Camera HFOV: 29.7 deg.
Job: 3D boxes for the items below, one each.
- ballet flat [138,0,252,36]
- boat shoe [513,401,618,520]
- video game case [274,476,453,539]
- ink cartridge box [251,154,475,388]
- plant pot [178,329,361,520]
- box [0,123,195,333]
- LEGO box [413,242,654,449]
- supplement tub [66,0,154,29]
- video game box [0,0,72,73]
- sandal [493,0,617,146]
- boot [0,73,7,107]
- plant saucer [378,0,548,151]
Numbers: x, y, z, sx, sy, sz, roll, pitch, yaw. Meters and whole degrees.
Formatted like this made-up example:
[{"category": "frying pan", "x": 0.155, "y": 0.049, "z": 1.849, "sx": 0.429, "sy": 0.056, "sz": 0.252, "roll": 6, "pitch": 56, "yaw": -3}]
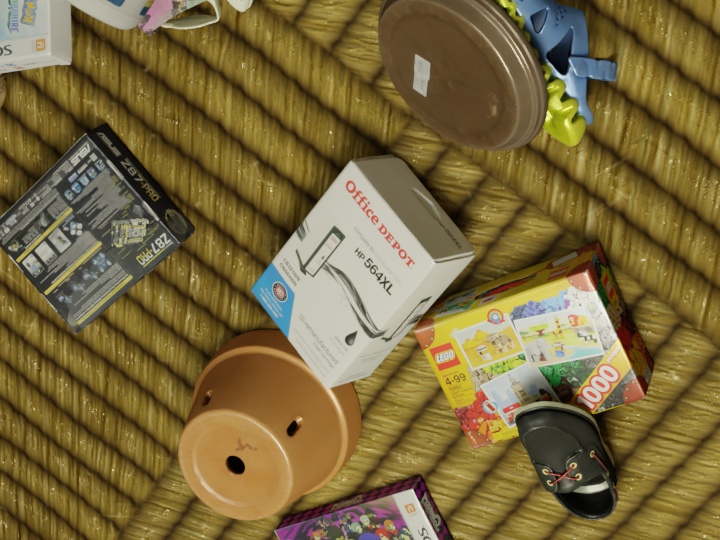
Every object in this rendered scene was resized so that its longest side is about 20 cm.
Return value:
[{"category": "ballet flat", "x": -0.154, "y": -0.289, "z": 1.382, "sx": 0.199, "sy": 0.069, "sz": 0.071, "roll": -16, "pitch": 124, "yaw": 30}, {"category": "boat shoe", "x": 0.214, "y": 0.194, "z": 1.385, "sx": 0.073, "sy": 0.063, "sz": 0.201, "roll": -15, "pitch": 142, "yaw": 22}, {"category": "video game case", "x": 0.022, "y": 0.350, "z": 1.600, "sx": 0.199, "sy": 0.036, "sz": 0.182, "roll": -21, "pitch": 102, "yaw": 27}, {"category": "ink cartridge box", "x": 0.000, "y": 0.000, "z": 1.407, "sx": 0.146, "sy": 0.084, "sz": 0.200, "roll": 51, "pitch": 122, "yaw": 19}, {"category": "plant pot", "x": -0.115, "y": 0.186, "z": 1.522, "sx": 0.199, "sy": 0.140, "sz": 0.201, "roll": 8, "pitch": 115, "yaw": 18}, {"category": "box", "x": -0.309, "y": -0.045, "z": 1.548, "sx": 0.200, "sy": 0.049, "sz": 0.161, "roll": -38, "pitch": 94, "yaw": 29}, {"category": "LEGO box", "x": 0.181, "y": 0.080, "z": 1.401, "sx": 0.199, "sy": 0.077, "sz": 0.149, "roll": -21, "pitch": 104, "yaw": 27}, {"category": "supplement tub", "x": -0.227, "y": -0.352, "z": 1.310, "sx": 0.144, "sy": 0.145, "sz": 0.200, "roll": 36, "pitch": 101, "yaw": 3}, {"category": "video game box", "x": -0.391, "y": -0.306, "z": 1.425, "sx": 0.181, "sy": 0.047, "sz": 0.201, "roll": -5, "pitch": 85, "yaw": 20}, {"category": "sandal", "x": 0.173, "y": -0.219, "z": 1.267, "sx": 0.087, "sy": 0.079, "sz": 0.200, "roll": -38, "pitch": 114, "yaw": -7}, {"category": "boot", "x": -0.418, "y": -0.231, "z": 1.512, "sx": 0.075, "sy": 0.074, "sz": 0.200, "roll": 28, "pitch": 118, "yaw": -28}, {"category": "plant saucer", "x": 0.090, "y": -0.191, "z": 1.288, "sx": 0.200, "sy": 0.029, "sz": 0.201, "roll": 35, "pitch": 152, "yaw": 21}]
